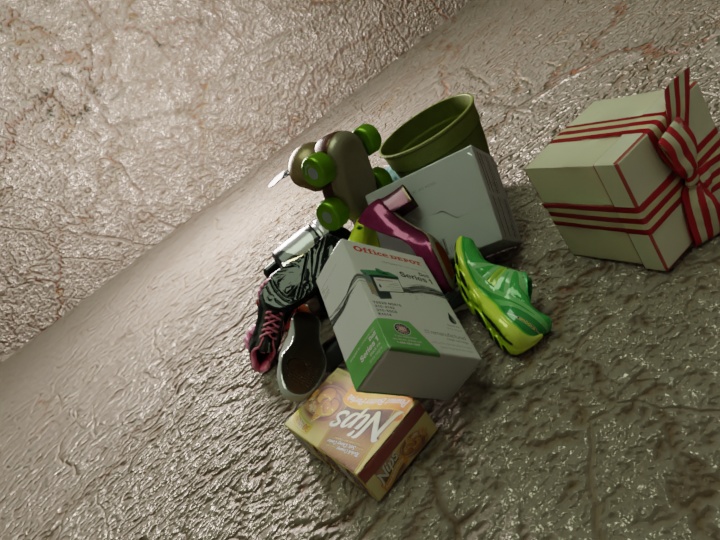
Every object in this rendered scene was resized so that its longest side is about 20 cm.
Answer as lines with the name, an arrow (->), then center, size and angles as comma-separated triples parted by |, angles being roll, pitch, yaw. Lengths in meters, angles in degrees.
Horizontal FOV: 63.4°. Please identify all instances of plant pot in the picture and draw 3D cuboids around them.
plant pot -> 0.169, -0.197, 1.115 | 0.200, 0.193, 0.201 | -29, 23, 14

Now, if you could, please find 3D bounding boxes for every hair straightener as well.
hair straightener -> 0.001, 0.106, 0.918 | 0.200, 0.041, 0.077 | -37, 21, 30

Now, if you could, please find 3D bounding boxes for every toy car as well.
toy car -> -0.073, -0.171, 1.064 | 0.199, 0.159, 0.164 | 7, 34, 41

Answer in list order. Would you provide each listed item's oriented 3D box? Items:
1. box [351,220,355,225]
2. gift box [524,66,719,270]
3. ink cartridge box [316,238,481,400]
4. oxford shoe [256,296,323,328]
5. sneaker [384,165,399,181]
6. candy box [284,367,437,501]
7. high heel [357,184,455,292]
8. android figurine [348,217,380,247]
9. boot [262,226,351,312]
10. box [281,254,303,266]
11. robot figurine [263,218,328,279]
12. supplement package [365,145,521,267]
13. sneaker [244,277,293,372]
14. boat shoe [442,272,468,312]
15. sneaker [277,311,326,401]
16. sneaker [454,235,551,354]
box -> -0.001, -0.150, 1.230 | 0.075, 0.200, 0.100 | -38, 36, -6
gift box -> 0.360, -0.134, 0.751 | 0.200, 0.185, 0.187 | -47, 23, -10
ink cartridge box -> 0.042, 0.060, 0.755 | 0.085, 0.145, 0.201 | -58, 37, 30
oxford shoe -> -0.143, 0.080, 1.197 | 0.072, 0.072, 0.199 | -31, 23, -36
sneaker -> 0.091, -0.231, 1.435 | 0.082, 0.074, 0.200 | -8, 37, 53
candy box -> -0.006, 0.206, 0.769 | 0.115, 0.055, 0.200 | -45, 26, -21
high heel -> 0.070, -0.032, 0.893 | 0.096, 0.067, 0.201 | -35, 55, 17
android figurine -> 0.000, 0.000, 1.007 | 0.041, 0.183, 0.201 | 11, 49, 17
boot -> -0.073, 0.035, 1.050 | 0.076, 0.169, 0.200 | 35, 68, 28
box -> -0.051, -0.015, 1.161 | 0.199, 0.076, 0.050 | -22, 22, -14
robot figurine -> -0.112, -0.029, 1.263 | 0.200, 0.151, 0.125 | -38, -16, -4
supplement package -> 0.136, -0.085, 0.960 | 0.199, 0.157, 0.111 | -22, -10, 30
sneaker -> -0.165, 0.106, 1.077 | 0.096, 0.078, 0.201 | -99, 24, -56
boat shoe -> 0.112, 0.045, 0.902 | 0.199, 0.062, 0.073 | -31, 24, 11
sneaker -> -0.096, 0.153, 0.926 | 0.200, 0.072, 0.085 | -87, 15, -62
sneaker -> 0.188, 0.028, 0.796 | 0.083, 0.074, 0.201 | -20, 49, -7
